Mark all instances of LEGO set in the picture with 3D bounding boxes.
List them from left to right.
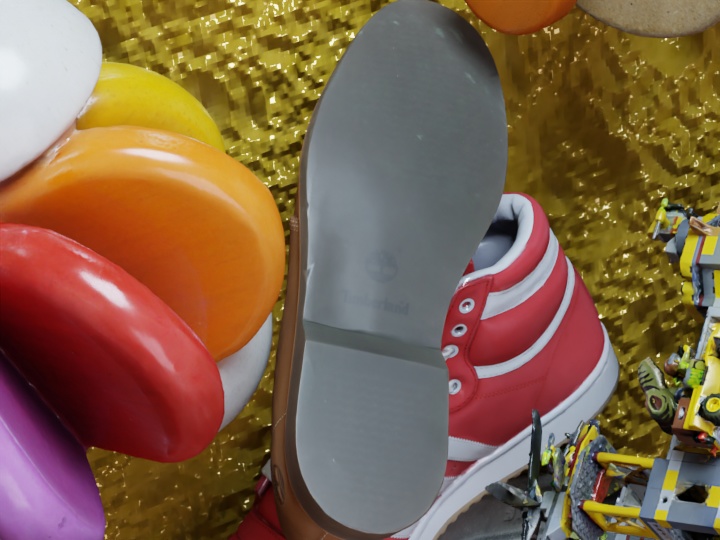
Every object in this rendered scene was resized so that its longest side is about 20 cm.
[{"bbox_3d":[0.119,0.066,0.812,0.200,0.115,0.155,36,65,-53],"label":"LEGO set"}]

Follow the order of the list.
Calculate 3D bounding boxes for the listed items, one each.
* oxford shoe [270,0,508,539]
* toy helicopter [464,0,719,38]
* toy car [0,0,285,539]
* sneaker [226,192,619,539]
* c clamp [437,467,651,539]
[{"bbox_3d":[0.000,0.000,0.744,0.071,0.071,0.202,20,64,-13],"label":"oxford shoe"},{"bbox_3d":[0.090,-0.173,0.704,0.079,0.132,0.202,-29,115,-41],"label":"toy helicopter"},{"bbox_3d":[-0.109,0.027,0.672,0.200,0.150,0.175,-40,128,-6],"label":"toy car"},{"bbox_3d":[0.002,0.051,0.800,0.200,0.071,0.113,-39,132,-16],"label":"sneaker"},{"bbox_3d":[0.071,0.160,0.906,0.199,0.027,0.172,6,105,-45],"label":"c clamp"}]
